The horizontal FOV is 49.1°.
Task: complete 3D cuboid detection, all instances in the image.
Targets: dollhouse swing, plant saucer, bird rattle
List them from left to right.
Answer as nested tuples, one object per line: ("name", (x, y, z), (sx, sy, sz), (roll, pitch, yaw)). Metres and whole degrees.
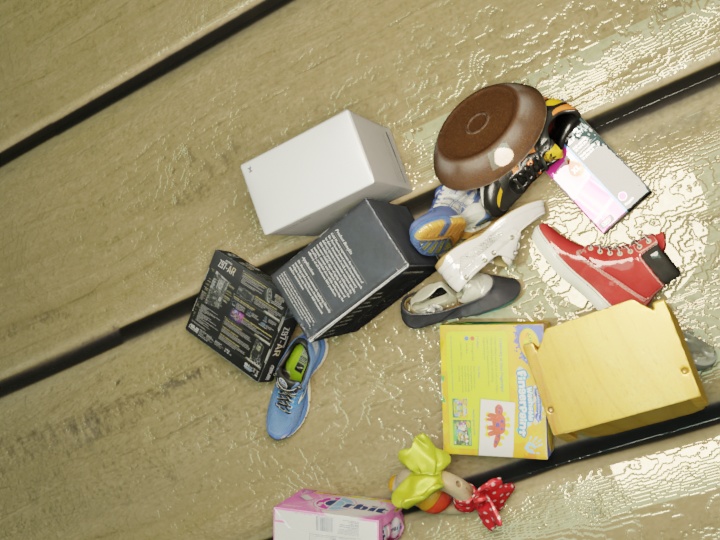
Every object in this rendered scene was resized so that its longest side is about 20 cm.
("bird rattle", (0.133, 0.340, 1.239), (0.163, 0.198, 0.114), (-35, 38, 54))
("plant saucer", (0.185, -0.213, 1.194), (0.199, 0.037, 0.203), (-28, 42, 28))
("dollhouse swing", (0.367, 0.144, 1.112), (0.198, 0.175, 0.185), (-23, 81, 26))

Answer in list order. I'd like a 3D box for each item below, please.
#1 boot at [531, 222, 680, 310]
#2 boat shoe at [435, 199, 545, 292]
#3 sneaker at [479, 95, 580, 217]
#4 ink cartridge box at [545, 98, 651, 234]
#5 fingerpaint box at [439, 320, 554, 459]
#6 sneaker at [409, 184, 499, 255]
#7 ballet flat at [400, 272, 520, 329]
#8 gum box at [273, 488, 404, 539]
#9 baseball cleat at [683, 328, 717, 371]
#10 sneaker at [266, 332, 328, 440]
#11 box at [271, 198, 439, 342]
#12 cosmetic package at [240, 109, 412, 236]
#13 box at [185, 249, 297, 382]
("boot", (0.362, -0.032, 1.161), (0.200, 0.072, 0.145), (42, 115, 8))
("boat shoe", (0.211, -0.035, 1.209), (0.198, 0.071, 0.070), (-34, 80, -7))
("sneaker", (0.252, -0.167, 1.171), (0.090, 0.070, 0.202), (25, 84, 51))
("ink cartridge box", (0.338, -0.160, 1.201), (0.095, 0.037, 0.201), (-44, 74, 17))
("fingerpaint box", (0.213, 0.182, 1.231), (0.164, 0.073, 0.204), (-3, 90, 22))
("sneaker", (0.128, -0.084, 1.206), (0.089, 0.198, 0.076), (51, 129, 19))
("ballet flat", (0.152, 0.040, 1.245), (0.197, 0.073, 0.074), (-17, 84, 18))
("gum box", (-0.032, 0.419, 1.307), (0.197, 0.113, 0.067), (1, 91, 22))
("baseball cleat", (0.414, 0.135, 1.163), (0.196, 0.070, 0.108), (7, 130, 6))
("sneaker", (-0.124, 0.196, 1.354), (0.078, 0.089, 0.203), (21, 98, 21))
("box", (0.000, 0.000, 1.236), (0.196, 0.200, 0.125), (-36, 79, 17))
("cosmetic package", (-0.049, -0.146, 1.262), (0.197, 0.199, 0.125), (-23, 82, 20))
("box", (-0.206, 0.077, 1.388), (0.198, 0.043, 0.162), (28, 100, 31))
